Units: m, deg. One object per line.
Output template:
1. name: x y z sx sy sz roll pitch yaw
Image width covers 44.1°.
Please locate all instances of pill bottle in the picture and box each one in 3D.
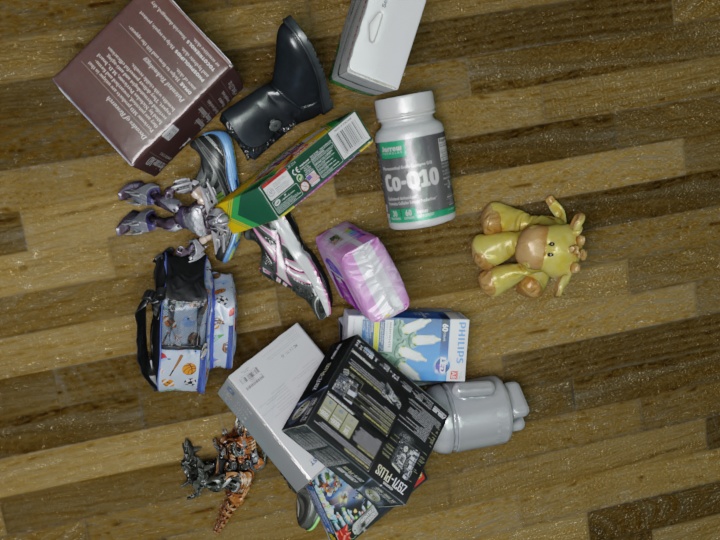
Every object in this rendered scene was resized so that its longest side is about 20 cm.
1. pill bottle: 0.083 -0.174 1.403 0.111 0.113 0.204 -12 100 -8

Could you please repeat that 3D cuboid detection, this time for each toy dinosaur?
1. toy dinosaur: -0.215 0.326 1.441 0.134 0.102 0.204 9 75 -27

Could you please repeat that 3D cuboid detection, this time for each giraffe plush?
1. giraffe plush: 0.292 -0.031 1.434 0.196 0.162 0.176 -15 100 -7

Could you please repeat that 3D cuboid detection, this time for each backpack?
1. backpack: -0.262 0.087 1.355 0.151 0.201 0.194 11 109 -10

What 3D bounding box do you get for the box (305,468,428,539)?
1. box: 0.008 0.339 1.464 0.199 0.040 0.139 -32 105 -30

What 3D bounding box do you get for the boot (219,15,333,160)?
1. boot: -0.134 -0.262 1.325 0.167 0.201 0.077 -33 63 -7

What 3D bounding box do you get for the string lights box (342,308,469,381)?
1. string lights box: 0.070 0.120 1.428 0.196 0.059 0.105 2 98 -9

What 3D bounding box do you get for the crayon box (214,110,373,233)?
1. crayon box: -0.101 -0.143 1.313 0.200 0.172 0.059 -42 107 -27

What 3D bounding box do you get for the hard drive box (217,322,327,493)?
1. hard drive box: -0.099 0.212 1.385 0.155 0.077 0.201 -36 82 -33

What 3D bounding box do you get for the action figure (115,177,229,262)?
1. action figure: -0.274 -0.080 1.331 0.197 0.069 0.133 9 113 28

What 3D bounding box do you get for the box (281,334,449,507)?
1. box: 0.011 0.226 1.325 0.199 0.086 0.165 40 59 -15

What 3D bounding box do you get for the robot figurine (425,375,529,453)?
1. robot figurine: 0.177 0.239 1.478 0.196 0.114 0.172 -8 134 -10

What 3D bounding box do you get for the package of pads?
1. package of pads: 0.000 0.000 1.371 0.075 0.200 0.122 -27 105 -10

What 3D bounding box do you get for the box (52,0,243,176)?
1. box: -0.298 -0.270 1.284 0.200 0.166 0.164 -45 92 -1

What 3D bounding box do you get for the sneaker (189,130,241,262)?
1. sneaker: -0.227 -0.113 1.385 0.081 0.071 0.204 -8 94 -4

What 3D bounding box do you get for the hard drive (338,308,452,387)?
1. hard drive: 0.064 0.135 1.481 0.196 0.042 0.138 -3 99 -9

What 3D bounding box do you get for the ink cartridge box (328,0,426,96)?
1. ink cartridge box: 0.021 -0.344 1.322 0.082 0.200 0.149 17 96 -12

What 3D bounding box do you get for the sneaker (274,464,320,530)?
1. sneaker: -0.105 0.325 1.459 0.082 0.076 0.204 -6 90 -29

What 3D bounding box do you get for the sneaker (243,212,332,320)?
1. sneaker: -0.116 -0.007 1.423 0.085 0.080 0.202 -29 94 8
